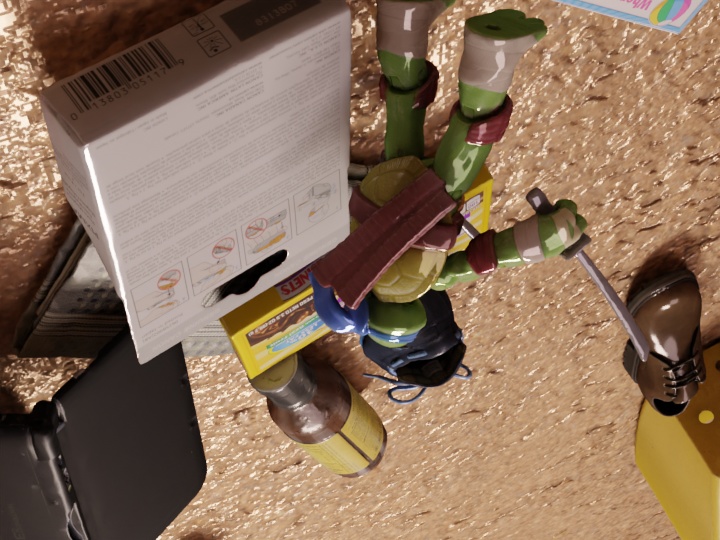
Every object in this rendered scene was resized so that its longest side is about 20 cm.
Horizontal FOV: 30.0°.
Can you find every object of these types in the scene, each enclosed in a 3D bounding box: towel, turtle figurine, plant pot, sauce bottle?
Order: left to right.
[{"bbox_3d":[-0.103,-0.010,0.852,0.198,0.035,0.193,2,142,-42],"label":"towel"},{"bbox_3d":[-0.033,0.104,1.025,0.064,0.065,0.200,-28,151,3],"label":"sauce bottle"},{"bbox_3d":[0.064,-0.059,0.767,0.197,0.144,0.196,-1,118,-13],"label":"turtle figurine"},{"bbox_3d":[0.391,0.173,1.343,0.198,0.201,0.177,-26,138,0],"label":"plant pot"}]

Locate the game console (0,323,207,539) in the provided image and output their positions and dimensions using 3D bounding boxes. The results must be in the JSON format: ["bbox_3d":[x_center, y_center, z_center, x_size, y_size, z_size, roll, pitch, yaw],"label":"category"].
[{"bbox_3d":[-0.202,0.123,0.878,0.173,0.117,0.202,0,135,4],"label":"game console"}]

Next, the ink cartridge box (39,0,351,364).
[{"bbox_3d":[-0.081,-0.054,0.747,0.161,0.057,0.201,-31,154,-20],"label":"ink cartridge box"}]

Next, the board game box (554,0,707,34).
[{"bbox_3d":[0.150,-0.206,0.740,0.198,0.034,0.135,4,137,-40],"label":"board game box"}]

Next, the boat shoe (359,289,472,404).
[{"bbox_3d":[0.038,0.059,0.979,0.084,0.069,0.200,-32,166,0],"label":"boat shoe"}]

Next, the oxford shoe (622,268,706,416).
[{"bbox_3d":[0.281,0.068,1.195,0.072,0.085,0.201,-23,147,-2],"label":"oxford shoe"}]

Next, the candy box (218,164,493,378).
[{"bbox_3d":[0.000,0.000,0.900,0.199,0.027,0.102,-31,164,-8],"label":"candy box"}]
